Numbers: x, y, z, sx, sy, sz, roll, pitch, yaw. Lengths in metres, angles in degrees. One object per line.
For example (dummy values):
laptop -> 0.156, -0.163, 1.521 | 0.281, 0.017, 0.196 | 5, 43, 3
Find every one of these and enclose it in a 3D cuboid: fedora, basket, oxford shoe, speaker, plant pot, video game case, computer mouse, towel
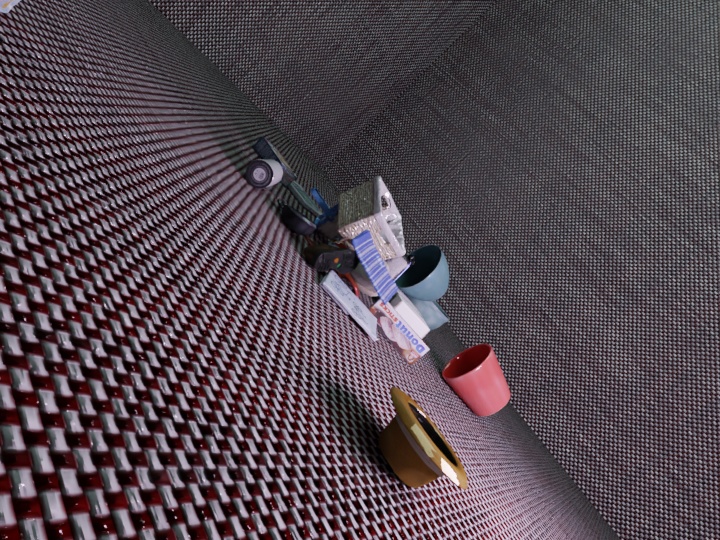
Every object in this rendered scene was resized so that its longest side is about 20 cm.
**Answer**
fedora -> 0.084, 0.277, 0.833 | 0.201, 0.082, 0.201 | 50, 2, -3
basket -> 0.035, -0.152, 1.727 | 0.202, 0.159, 0.199 | -92, 156, -46
oxford shoe -> -0.074, -0.041, 1.433 | 0.084, 0.073, 0.199 | 36, 15, 34
speaker -> -0.279, -0.286, 1.569 | 0.081, 0.081, 0.200 | 47, 7, -10
plant pot -> 0.400, 0.377, 1.801 | 0.178, 0.199, 0.200 | 57, 7, -6
plant pot -> 0.234, 0.029, 1.877 | 0.135, 0.199, 0.200 | 48, 7, -26
basket -> -0.110, -0.201, 1.852 | 0.201, 0.138, 0.176 | 60, 5, -10
video game case -> -0.232, -0.296, 2.109 | 0.201, 0.023, 0.182 | 52, 9, 25
computer mouse -> -0.179, -0.137, 1.519 | 0.138, 0.053, 0.200 | 35, 3, -21
plant pot -> 0.223, 0.154, 2.033 | 0.201, 0.134, 0.200 | 48, 7, -8
towel -> 0.042, -0.013, 1.496 | 0.202, 0.024, 0.145 | 62, 22, -4

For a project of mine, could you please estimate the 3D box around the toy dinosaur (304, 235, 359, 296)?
toy dinosaur -> -0.064, 0.000, 1.536 | 0.197, 0.106, 0.182 | 7, 37, -22

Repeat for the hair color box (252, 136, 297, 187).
hair color box -> -0.324, -0.412, 2.018 | 0.100, 0.060, 0.201 | 38, 14, -52

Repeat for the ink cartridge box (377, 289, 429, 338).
ink cartridge box -> 0.141, 0.145, 1.792 | 0.146, 0.084, 0.200 | 45, 7, -16

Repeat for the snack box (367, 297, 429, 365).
snack box -> 0.102, 0.169, 1.502 | 0.200, 0.072, 0.024 | 48, 6, -4

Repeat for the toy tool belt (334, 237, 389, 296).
toy tool belt -> 0.000, 0.000, 1.664 | 0.199, 0.125, 0.123 | 34, -15, 13

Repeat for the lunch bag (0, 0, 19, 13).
lunch bag -> -0.566, -0.478, 0.738 | 0.170, 0.127, 0.200 | 48, -2, -18

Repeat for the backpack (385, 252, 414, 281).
backpack -> 0.067, -0.028, 1.877 | 0.147, 0.183, 0.200 | 43, -2, -14

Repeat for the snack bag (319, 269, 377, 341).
snack bag -> -0.025, 0.087, 1.383 | 0.200, 0.021, 0.189 | 47, 8, -6
